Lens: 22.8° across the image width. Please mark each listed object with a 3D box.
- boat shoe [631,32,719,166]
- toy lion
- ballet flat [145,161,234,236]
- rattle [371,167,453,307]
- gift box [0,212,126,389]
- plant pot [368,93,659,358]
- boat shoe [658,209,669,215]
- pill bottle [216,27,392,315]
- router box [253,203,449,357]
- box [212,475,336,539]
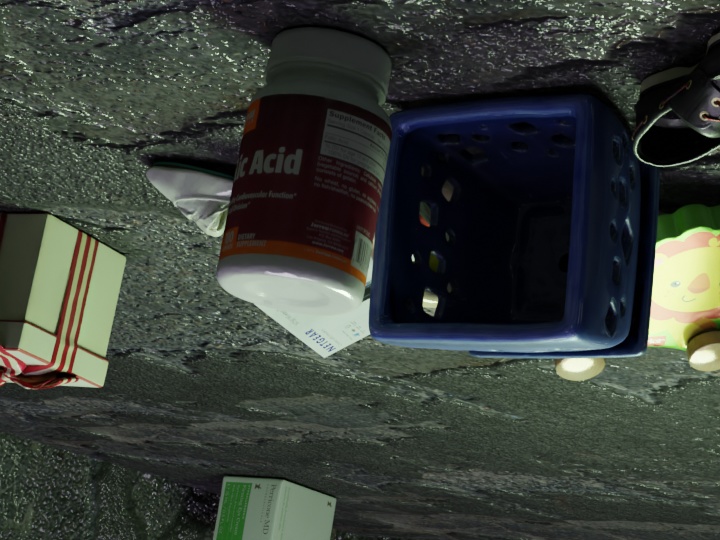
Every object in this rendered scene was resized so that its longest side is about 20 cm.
[{"bbox_3d":[0.261,-0.124,1.273,0.073,0.063,0.201,17,162,-18],"label":"boat shoe"},{"bbox_3d":[0.273,0.014,1.602,0.199,0.069,0.192,-5,142,-2],"label":"toy lion"},{"bbox_3d":[-0.115,-0.059,1.735,0.199,0.070,0.069,10,165,1],"label":"ballet flat"},{"bbox_3d":[0.012,-0.041,1.596,0.200,0.131,0.143,27,169,-24],"label":"rattle"},{"bbox_3d":[-0.406,0.042,2.054,0.184,0.187,0.200,-1,162,34],"label":"gift box"},{"bbox_3d":[0.139,-0.022,1.472,0.199,0.201,0.180,-2,166,34],"label":"plant pot"},{"bbox_3d":[0.204,-0.022,1.652,0.200,0.072,0.076,-2,161,37],"label":"boat shoe"},{"bbox_3d":[-0.038,-0.076,1.367,0.114,0.201,0.114,9,164,3],"label":"pill bottle"},{"bbox_3d":[0.000,0.000,1.741,0.179,0.049,0.200,-28,155,9],"label":"router box"},{"bbox_3d":[-0.182,0.545,3.707,0.171,0.200,0.200,-2,161,35],"label":"box"}]
